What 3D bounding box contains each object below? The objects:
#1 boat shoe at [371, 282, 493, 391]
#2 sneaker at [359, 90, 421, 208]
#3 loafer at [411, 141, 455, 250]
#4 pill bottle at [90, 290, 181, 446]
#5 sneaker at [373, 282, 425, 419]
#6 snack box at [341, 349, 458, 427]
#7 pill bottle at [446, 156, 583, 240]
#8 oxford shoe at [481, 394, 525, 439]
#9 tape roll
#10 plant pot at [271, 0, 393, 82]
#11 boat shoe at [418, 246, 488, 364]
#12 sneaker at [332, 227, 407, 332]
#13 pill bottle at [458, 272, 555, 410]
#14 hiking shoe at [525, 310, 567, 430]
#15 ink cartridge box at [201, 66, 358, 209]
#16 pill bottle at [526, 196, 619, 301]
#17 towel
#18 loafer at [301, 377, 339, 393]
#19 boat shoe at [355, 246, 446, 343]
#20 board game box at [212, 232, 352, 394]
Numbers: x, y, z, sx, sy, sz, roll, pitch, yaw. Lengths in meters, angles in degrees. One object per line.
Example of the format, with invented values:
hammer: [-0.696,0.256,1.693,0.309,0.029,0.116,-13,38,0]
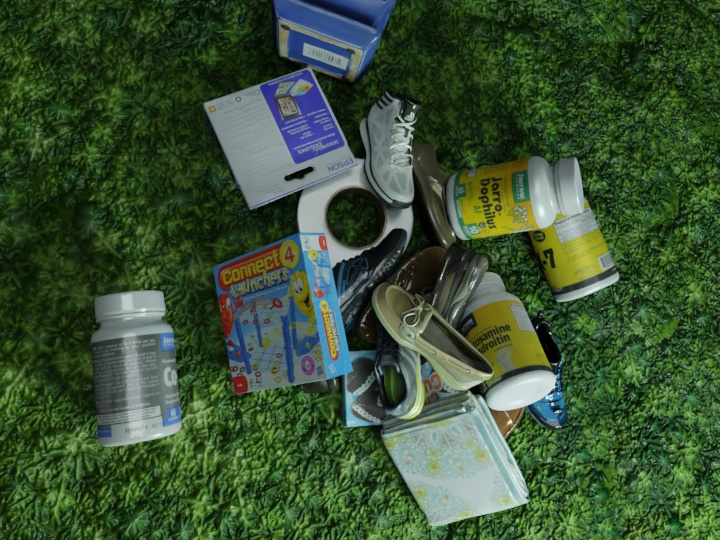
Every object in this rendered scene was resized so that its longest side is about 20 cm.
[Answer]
boat shoe: [0.101,0.087,0.761,0.201,0.063,0.073,47,48,-5]
sneaker: [0.056,-0.206,0.867,0.074,0.116,0.203,1,59,-28]
loafer: [0.126,-0.132,0.924,0.066,0.076,0.203,-18,86,-7]
pill bottle: [-0.322,0.136,0.776,0.112,0.114,0.204,-6,84,-12]
sneaker: [0.052,0.116,0.791,0.073,0.081,0.204,-12,77,18]
snack box: [0.068,0.187,0.885,0.196,0.037,0.119,-1,82,-12]
pill bottle: [0.247,-0.118,0.867,0.197,0.112,0.115,-7,81,29]
oxford shoe: [0.213,0.231,0.881,0.071,0.071,0.202,36,74,-35]
tape roll: [-0.010,-0.087,0.910,0.199,0.037,0.207,2,81,-11]
plant pot: [-0.043,-0.432,0.877,0.197,0.200,0.183,16,86,-8]
boat shoe: [0.124,0.052,0.840,0.073,0.074,0.202,33,110,19]
sneaker: [0.000,0.000,0.844,0.081,0.073,0.201,36,71,10]
pill bottle: [0.220,0.108,0.861,0.110,0.113,0.202,-6,54,-12]
hiking shoe: [0.304,0.173,0.909,0.073,0.087,0.203,-18,86,-13]
ink cartridge box: [-0.131,-0.214,0.889,0.195,0.043,0.202,-23,78,-14]
pill bottle: [0.354,-0.059,0.939,0.113,0.114,0.203,-21,86,-13]
towel: [0.141,0.289,0.826,0.169,0.048,0.202,-24,102,25]
loafer: [-0.099,0.102,0.845,0.070,0.073,0.203,-23,83,-3]
boat shoe: [0.066,0.034,0.891,0.199,0.064,0.072,-41,98,-11]
board game box: [-0.120,0.067,0.790,0.055,0.198,0.200,-4,80,-53]
